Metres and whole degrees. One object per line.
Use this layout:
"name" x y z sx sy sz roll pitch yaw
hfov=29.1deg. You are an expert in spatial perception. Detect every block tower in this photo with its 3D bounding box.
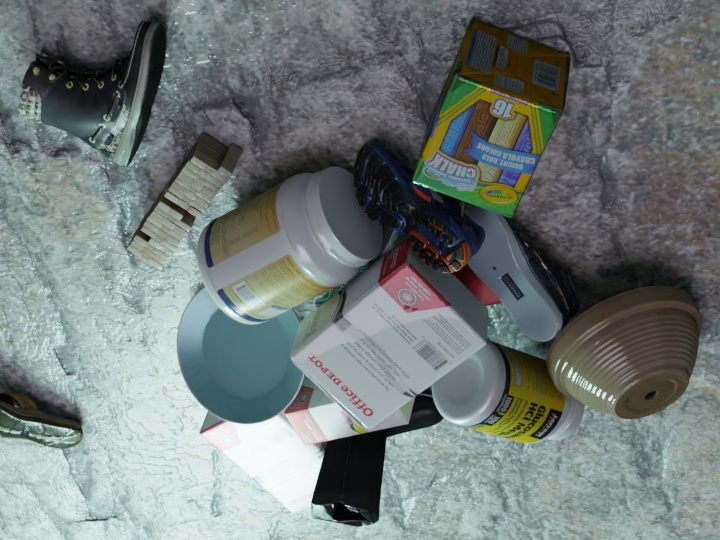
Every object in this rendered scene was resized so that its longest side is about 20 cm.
"block tower" -0.223 -0.089 1.745 0.058 0.054 0.200 32 129 -14

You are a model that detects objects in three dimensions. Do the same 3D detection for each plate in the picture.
"plate" -0.156 0.107 1.862 0.199 0.026 0.201 3 96 25

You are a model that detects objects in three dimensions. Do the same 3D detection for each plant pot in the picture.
"plant pot" 0.335 0.117 1.692 0.200 0.093 0.201 -13 143 -10

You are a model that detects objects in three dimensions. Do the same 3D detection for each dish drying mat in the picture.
"dish drying mat" 0.105 0.030 1.785 0.199 0.018 0.077 -15 123 25

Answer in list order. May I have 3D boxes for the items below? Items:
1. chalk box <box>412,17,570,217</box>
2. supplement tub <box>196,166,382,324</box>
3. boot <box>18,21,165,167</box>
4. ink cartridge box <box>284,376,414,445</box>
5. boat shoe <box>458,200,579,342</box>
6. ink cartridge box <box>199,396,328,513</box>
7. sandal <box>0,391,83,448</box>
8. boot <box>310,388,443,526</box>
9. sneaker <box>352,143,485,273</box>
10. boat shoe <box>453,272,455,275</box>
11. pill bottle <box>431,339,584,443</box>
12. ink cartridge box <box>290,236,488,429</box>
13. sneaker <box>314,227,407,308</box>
"chalk box" 0.138 -0.153 1.550 0.123 0.125 0.200 20 130 -4
"supplement tub" -0.086 -0.032 1.697 0.200 0.145 0.144 -25 120 31
"boot" -0.320 -0.227 1.641 0.153 0.074 0.204 22 132 -2
"ink cartridge box" 0.010 0.155 1.849 0.199 0.117 0.068 -15 124 25
"boat shoe" 0.191 -0.010 1.701 0.071 0.091 0.201 -33 88 34
"ink cartridge box" -0.104 0.241 1.971 0.146 0.083 0.200 -29 118 36
"sandal" -0.511 0.213 2.080 0.199 0.055 0.082 16 139 -19
"boot" 0.027 0.251 1.870 0.164 0.200 0.066 -5 128 18
"sneaker" 0.067 -0.076 1.638 0.200 0.078 0.075 48 129 19
"boat shoe" 0.102 0.050 1.742 0.066 0.074 0.201 2 129 17
"pill bottle" 0.194 0.159 1.771 0.200 0.113 0.112 19 139 -41
"ink cartridge box" 0.035 0.077 1.682 0.200 0.084 0.144 -38 108 23
"sneaker" 0.000 0.000 1.752 0.091 0.078 0.200 36 120 17
